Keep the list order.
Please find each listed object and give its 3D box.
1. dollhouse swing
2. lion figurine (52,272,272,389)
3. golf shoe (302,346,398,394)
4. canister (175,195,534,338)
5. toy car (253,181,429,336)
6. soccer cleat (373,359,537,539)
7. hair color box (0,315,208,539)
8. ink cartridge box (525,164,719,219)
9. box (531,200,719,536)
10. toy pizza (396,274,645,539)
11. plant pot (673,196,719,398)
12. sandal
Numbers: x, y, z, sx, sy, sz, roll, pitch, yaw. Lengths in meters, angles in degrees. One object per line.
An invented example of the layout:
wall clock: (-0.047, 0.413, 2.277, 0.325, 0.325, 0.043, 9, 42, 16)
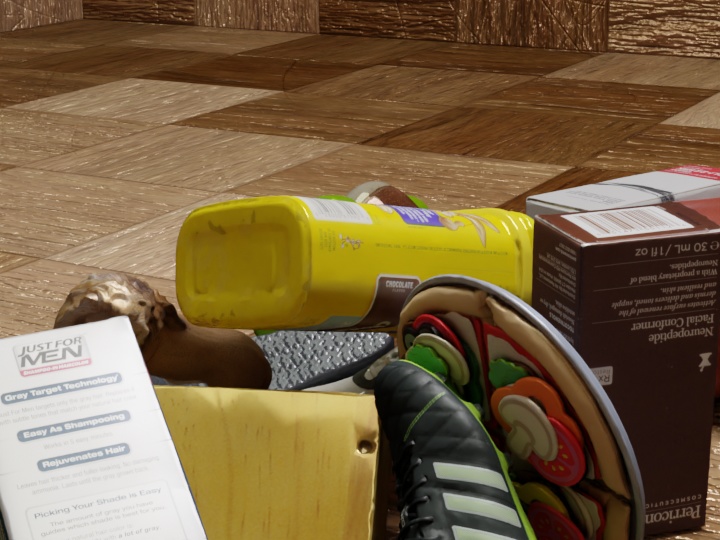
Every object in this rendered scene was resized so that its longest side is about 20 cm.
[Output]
dollhouse swing: (-0.081, 0.156, 0.926, 0.200, 0.176, 0.182, 1, 58, 7)
lion figurine: (-0.122, 0.055, 0.989, 0.200, 0.073, 0.122, 12, -36, -39)
golf shoe: (0.032, 0.081, 1.085, 0.200, 0.088, 0.077, -6, 19, -13)
canister: (0.000, 0.000, 0.958, 0.200, 0.087, 0.148, 3, -5, -41)
toy car: (0.045, 0.036, 1.210, 0.200, 0.158, 0.164, 34, 17, 20)
soccer cleat: (0.048, 0.134, 0.797, 0.081, 0.068, 0.200, -17, 60, -25)
hair color box: (-0.146, 0.126, 0.798, 0.100, 0.061, 0.200, -9, 55, -23)
ink cartridge box: (0.235, -0.001, 1.247, 0.200, 0.145, 0.084, -12, 18, -35)
box: (0.162, 0.064, 0.932, 0.100, 0.200, 0.075, -7, 20, -17)
toy pizza: (0.080, 0.096, 0.846, 0.032, 0.200, 0.200, -29, 29, -27)
plant pot: (0.317, 0.022, 1.117, 0.195, 0.201, 0.201, 2, 14, 39)
sandal: (-0.070, 0.082, 1.122, 0.200, 0.043, 0.076, -15, 54, -3)
